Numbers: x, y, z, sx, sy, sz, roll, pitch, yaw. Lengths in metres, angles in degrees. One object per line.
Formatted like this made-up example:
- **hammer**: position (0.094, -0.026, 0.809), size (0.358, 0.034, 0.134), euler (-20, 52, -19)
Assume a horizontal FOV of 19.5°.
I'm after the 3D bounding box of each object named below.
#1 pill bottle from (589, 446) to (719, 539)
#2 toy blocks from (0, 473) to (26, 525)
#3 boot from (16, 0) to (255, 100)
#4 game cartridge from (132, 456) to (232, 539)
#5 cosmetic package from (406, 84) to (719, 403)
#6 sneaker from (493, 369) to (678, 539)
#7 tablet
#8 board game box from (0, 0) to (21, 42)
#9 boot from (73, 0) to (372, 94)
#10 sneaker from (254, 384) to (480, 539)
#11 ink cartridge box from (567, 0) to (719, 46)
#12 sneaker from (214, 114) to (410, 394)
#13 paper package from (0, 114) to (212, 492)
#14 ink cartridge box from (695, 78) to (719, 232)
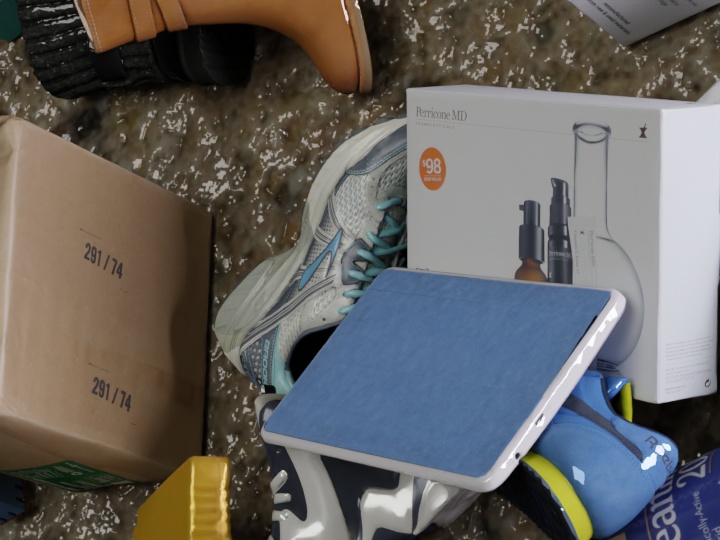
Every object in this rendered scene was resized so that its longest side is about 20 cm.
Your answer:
- **pill bottle**: position (0.170, 0.157, 1.055), size (0.200, 0.111, 0.111), euler (-30, 61, 23)
- **toy blocks**: position (-0.266, 0.075, 1.361), size (0.100, 0.137, 0.201), euler (-30, 54, 25)
- **boot**: position (-0.150, -0.218, 1.380), size (0.157, 0.079, 0.212), euler (4, 91, 34)
- **game cartridge**: position (-0.103, 0.222, 1.204), size (0.176, 0.032, 0.201), euler (135, 137, -66)
- **cosmetic package**: position (0.105, -0.020, 1.129), size (0.200, 0.051, 0.152), euler (10, 102, 50)
- **sneaker**: position (0.097, 0.080, 1.087), size (0.078, 0.066, 0.200), euler (-33, 25, -10)
- **tablet**: position (0.039, 0.053, 1.100), size (0.200, 0.014, 0.130), euler (5, 52, 53)
- **board game box**: position (-0.210, -0.280, 1.477), size (0.200, 0.045, 0.153), euler (-35, 60, 21)
- **boot**: position (-0.092, -0.169, 1.277), size (0.155, 0.077, 0.201), euler (-30, 101, -12)
- **sneaker**: position (-0.035, 0.134, 1.199), size (0.199, 0.079, 0.130), euler (-46, 72, 13)
- **ink cartridge box**: position (0.201, -0.238, 1.169), size (0.199, 0.084, 0.145), euler (-24, 63, 25)
- **sneaker**: position (0.000, 0.000, 1.237), size (0.200, 0.077, 0.086), euler (-55, 48, 20)
- **paper package**: position (-0.191, 0.028, 1.277), size (0.103, 0.200, 0.192), euler (-8, 71, 31)
- **ink cartridge box**: position (0.269, -0.036, 1.064), size (0.146, 0.086, 0.200), euler (-46, 55, 14)
